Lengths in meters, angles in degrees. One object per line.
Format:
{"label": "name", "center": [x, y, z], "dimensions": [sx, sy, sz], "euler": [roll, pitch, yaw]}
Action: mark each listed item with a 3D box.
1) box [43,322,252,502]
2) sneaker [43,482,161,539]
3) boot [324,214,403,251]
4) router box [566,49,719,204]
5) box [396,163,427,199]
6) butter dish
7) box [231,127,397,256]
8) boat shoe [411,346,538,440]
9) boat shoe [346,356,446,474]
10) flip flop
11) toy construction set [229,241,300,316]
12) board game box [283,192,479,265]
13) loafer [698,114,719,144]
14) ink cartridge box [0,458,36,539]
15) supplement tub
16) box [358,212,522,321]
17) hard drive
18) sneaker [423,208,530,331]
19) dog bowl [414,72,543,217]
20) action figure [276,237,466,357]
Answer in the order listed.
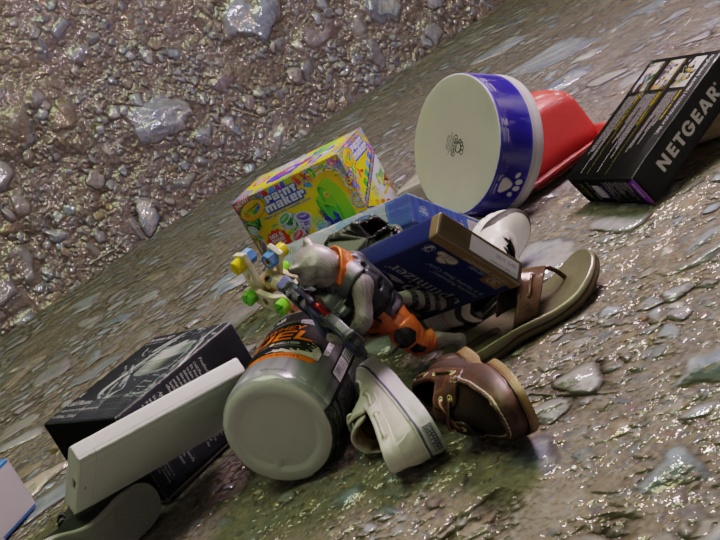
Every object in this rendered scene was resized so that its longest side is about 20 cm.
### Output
{"label": "box", "center": [-0.247, 0.176, 1.339], "dimensions": [0.199, 0.125, 0.196], "euler": [-13, 20, 49]}
{"label": "sneaker", "center": [-0.314, 0.300, 1.168], "dimensions": [0.099, 0.071, 0.200], "euler": [-16, 14, 48]}
{"label": "boot", "center": [0.000, 0.000, 1.308], "dimensions": [0.198, 0.168, 0.077], "euler": [-7, 64, 33]}
{"label": "router box", "center": [0.361, -0.175, 1.339], "dimensions": [0.201, 0.051, 0.149], "euler": [-53, 19, -8]}
{"label": "box", "center": [0.125, -0.143, 1.772], "dimensions": [0.082, 0.069, 0.200], "euler": [-24, 15, 23]}
{"label": "butter dish", "center": [0.242, -0.211, 1.613], "dimensions": [0.199, 0.149, 0.200], "euler": [-36, 16, -18]}
{"label": "box", "center": [-0.052, -0.079, 1.655], "dimensions": [0.199, 0.194, 0.122], "euler": [-23, 16, 27]}
{"label": "boat shoe", "center": [0.097, 0.117, 0.965], "dimensions": [0.070, 0.071, 0.200], "euler": [-24, 5, -9]}
{"label": "boat shoe", "center": [0.018, 0.142, 1.046], "dimensions": [0.069, 0.071, 0.200], "euler": [-31, 20, -8]}
{"label": "flip flop", "center": [0.165, 0.033, 1.130], "dimensions": [0.199, 0.058, 0.081], "euler": [-32, 15, -6]}
{"label": "toy construction set", "center": [-0.078, 0.059, 1.320], "dimensions": [0.130, 0.201, 0.092], "euler": [26, 67, 30]}
{"label": "board game box", "center": [0.033, -0.030, 1.424], "dimensions": [0.198, 0.044, 0.199], "euler": [-21, -19, 29]}
{"label": "loafer", "center": [0.470, -0.225, 1.370], "dimensions": [0.199, 0.069, 0.076], "euler": [-28, 15, 8]}
{"label": "ink cartridge box", "center": [-0.558, 0.346, 1.446], "dimensions": [0.199, 0.085, 0.145], "euler": [-21, 16, 28]}
{"label": "supplement tub", "center": [-0.061, 0.121, 1.153], "dimensions": [0.122, 0.123, 0.200], "euler": [-24, 16, 20]}
{"label": "box", "center": [0.058, 0.006, 1.146], "dimensions": [0.199, 0.121, 0.033], "euler": [-22, 48, 48]}
{"label": "hard drive", "center": [-0.218, 0.176, 1.154], "dimensions": [0.199, 0.026, 0.132], "euler": [-27, -23, -31]}
{"label": "sneaker", "center": [0.153, 0.000, 1.260], "dimensions": [0.080, 0.074, 0.200], "euler": [-6, 36, 49]}
{"label": "dog bowl", "center": [0.163, -0.176, 1.528], "dimensions": [0.078, 0.203, 0.199], "euler": [-2, -2, -33]}
{"label": "action figure", "center": [-0.001, 0.025, 1.095], "dimensions": [0.105, 0.193, 0.200], "euler": [-56, 36, 0]}
